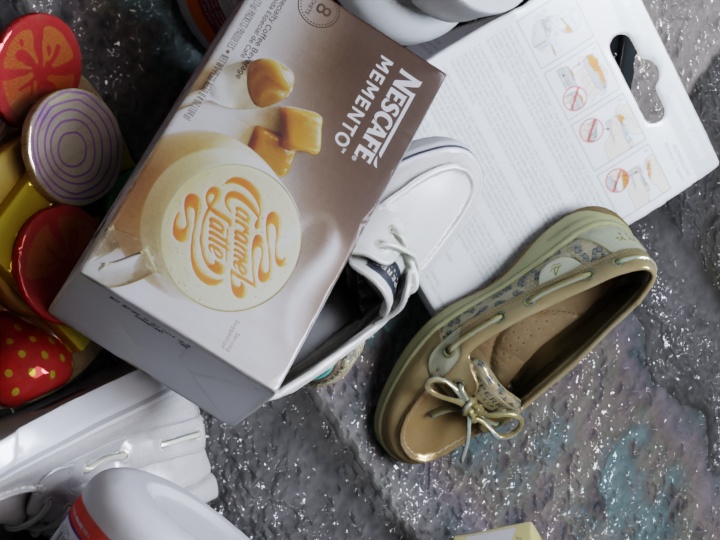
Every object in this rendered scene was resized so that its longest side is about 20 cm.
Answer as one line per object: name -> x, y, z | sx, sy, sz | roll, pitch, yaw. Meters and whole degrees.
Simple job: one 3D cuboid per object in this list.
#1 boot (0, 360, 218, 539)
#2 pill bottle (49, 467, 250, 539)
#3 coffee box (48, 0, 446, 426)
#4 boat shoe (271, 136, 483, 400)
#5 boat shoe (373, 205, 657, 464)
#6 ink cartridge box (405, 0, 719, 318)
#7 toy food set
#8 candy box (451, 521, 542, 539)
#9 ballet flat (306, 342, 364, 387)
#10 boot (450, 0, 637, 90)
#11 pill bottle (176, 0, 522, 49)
boot -> -0.151, 0.116, 1.047 | 0.199, 0.073, 0.096 | -25, 99, -41
pill bottle -> -0.133, 0.203, 1.000 | 0.112, 0.112, 0.200 | 30, 97, -38
coffee box -> -0.056, -0.039, 1.046 | 0.114, 0.080, 0.201 | 33, 65, -8
boat shoe -> 0.000, 0.000, 1.121 | 0.200, 0.066, 0.072 | -36, 117, -20
boat shoe -> 0.089, 0.046, 1.222 | 0.200, 0.063, 0.073 | -46, 124, 10
ink cartridge box -> 0.094, -0.080, 1.234 | 0.199, 0.047, 0.161 | -32, 114, -2
toy food set -> -0.185, -0.031, 1.040 | 0.200, 0.048, 0.198 | 50, 57, -29
candy box -> 0.099, 0.265, 1.213 | 0.116, 0.055, 0.201 | 59, 24, -51
ballet flat -> -0.036, -0.035, 1.179 | 0.075, 0.067, 0.201 | -44, 125, -59
boot -> 0.097, -0.108, 1.287 | 0.168, 0.076, 0.201 | 22, 70, -42
pill bottle -> -0.003, -0.172, 1.112 | 0.109, 0.199, 0.110 | 3, 86, -43
